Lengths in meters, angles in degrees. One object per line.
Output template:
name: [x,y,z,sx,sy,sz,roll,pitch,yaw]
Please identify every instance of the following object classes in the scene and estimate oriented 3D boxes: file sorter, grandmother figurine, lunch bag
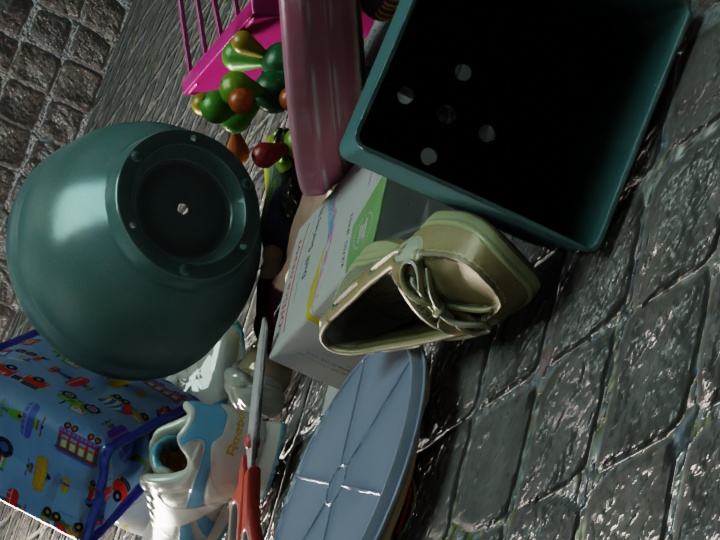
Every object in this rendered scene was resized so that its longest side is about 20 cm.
file sorter: [-0.068,-0.244,1.708,0.200,0.138,0.127,146,117,-64]
grandmother figurine: [-0.047,0.020,1.477,0.202,0.060,0.121,-66,19,11]
lunch bag: [-0.217,0.106,1.542,0.200,0.149,0.095,-40,-29,-59]

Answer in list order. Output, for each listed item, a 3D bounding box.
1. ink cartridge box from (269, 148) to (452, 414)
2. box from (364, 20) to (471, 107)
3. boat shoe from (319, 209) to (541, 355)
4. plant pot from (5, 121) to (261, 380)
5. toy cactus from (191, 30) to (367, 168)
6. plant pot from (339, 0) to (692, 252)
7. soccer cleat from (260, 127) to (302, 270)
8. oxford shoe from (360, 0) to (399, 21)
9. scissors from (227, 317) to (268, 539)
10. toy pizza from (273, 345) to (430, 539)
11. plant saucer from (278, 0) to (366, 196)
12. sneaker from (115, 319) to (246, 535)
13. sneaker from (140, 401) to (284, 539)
ink cartridge box: [0.000,0.000,1.315,0.200,0.067,0.118,-48,23,49]
box: [0.064,-0.175,1.375,0.118,0.060,0.200,-66,14,0]
boat shoe: [0.035,0.015,1.117,0.063,0.073,0.200,-49,16,-19]
plant pot: [-0.156,-0.031,1.509,0.134,0.199,0.202,-33,35,56]
toy cactus: [-0.045,-0.138,1.562,0.200,0.164,0.103,-132,25,-66]
plant pot: [0.070,-0.098,1.106,0.200,0.140,0.142,169,124,-81]
soccer cleat: [-0.060,-0.053,1.616,0.201,0.064,0.084,-99,33,-63]
oxford shoe: [0.034,-0.195,1.296,0.200,0.070,0.074,-100,16,-71]
scissors: [-0.078,0.127,1.356,0.073,0.014,0.202,-152,61,-72]
toy pizza: [-0.002,0.135,1.189,0.201,0.031,0.201,-58,16,27]
plant saucer: [-0.023,-0.153,1.346,0.201,0.050,0.203,-4,-90,-87]
sneaker: [-0.157,0.127,1.648,0.201,0.080,0.077,-64,13,4]
sneaker: [-0.127,0.157,1.469,0.200,0.080,0.077,-52,22,47]
